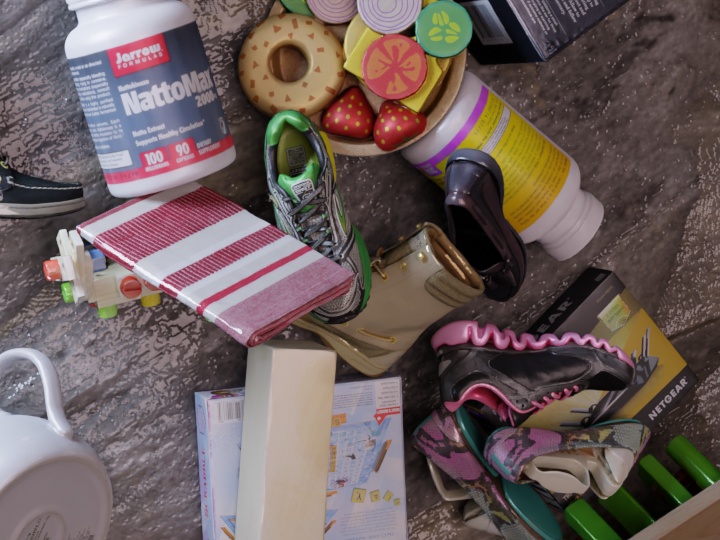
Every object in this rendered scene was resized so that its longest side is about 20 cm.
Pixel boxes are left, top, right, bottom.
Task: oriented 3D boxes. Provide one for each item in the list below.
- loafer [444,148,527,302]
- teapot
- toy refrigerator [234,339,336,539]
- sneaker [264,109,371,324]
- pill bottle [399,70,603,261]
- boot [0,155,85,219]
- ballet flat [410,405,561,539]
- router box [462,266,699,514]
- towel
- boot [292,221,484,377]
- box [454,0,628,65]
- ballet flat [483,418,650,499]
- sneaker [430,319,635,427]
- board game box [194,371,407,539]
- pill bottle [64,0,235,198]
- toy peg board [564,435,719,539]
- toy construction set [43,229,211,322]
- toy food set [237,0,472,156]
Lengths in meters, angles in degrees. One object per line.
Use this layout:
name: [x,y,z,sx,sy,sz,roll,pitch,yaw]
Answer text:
loafer: [0.109,-0.029,1.660,0.200,0.072,0.063,71,34,-49]
teapot: [-0.323,0.200,1.537,0.200,0.146,0.198,-38,137,-31]
toy refrigerator: [-0.067,0.167,1.619,0.070,0.076,0.201,3,93,-21]
sneaker: [-0.048,-0.047,1.559,0.078,0.085,0.201,-20,79,5]
pill bottle: [0.140,-0.095,1.701,0.200,0.104,0.104,38,82,-20]
boot: [-0.335,-0.123,1.532,0.203,0.073,0.154,3,92,-21]
ballet flat: [0.118,0.212,1.734,0.071,0.069,0.200,-32,117,18]
router box: [0.223,0.121,1.783,0.200,0.052,0.157,-45,109,-11]
towel: [-0.123,-0.009,1.497,0.144,0.200,0.023,-28,140,-47]
boot: [0.000,0.000,1.633,0.200,0.073,0.155,39,121,-23]
box: [0.192,-0.292,1.679,0.200,0.148,0.104,-38,107,-15]
ballet flat: [0.209,0.185,1.699,0.199,0.071,0.069,3,131,-34]
sneaker: [0.164,0.108,1.679,0.199,0.079,0.096,6,63,-6]
board game box: [-0.054,0.206,1.690,0.199,0.041,0.200,-4,96,-20]
pill bottle: [-0.193,-0.175,1.556,0.119,0.120,0.201,-21,102,-18]
toy peg board: [0.300,0.277,1.796,0.200,0.098,0.200,-29,141,-18]
toy construction set: [-0.188,0.005,1.566,0.199,0.131,0.092,1,106,-24]
toy food set: [0.000,-0.206,1.628,0.200,0.049,0.198,31,91,7]
